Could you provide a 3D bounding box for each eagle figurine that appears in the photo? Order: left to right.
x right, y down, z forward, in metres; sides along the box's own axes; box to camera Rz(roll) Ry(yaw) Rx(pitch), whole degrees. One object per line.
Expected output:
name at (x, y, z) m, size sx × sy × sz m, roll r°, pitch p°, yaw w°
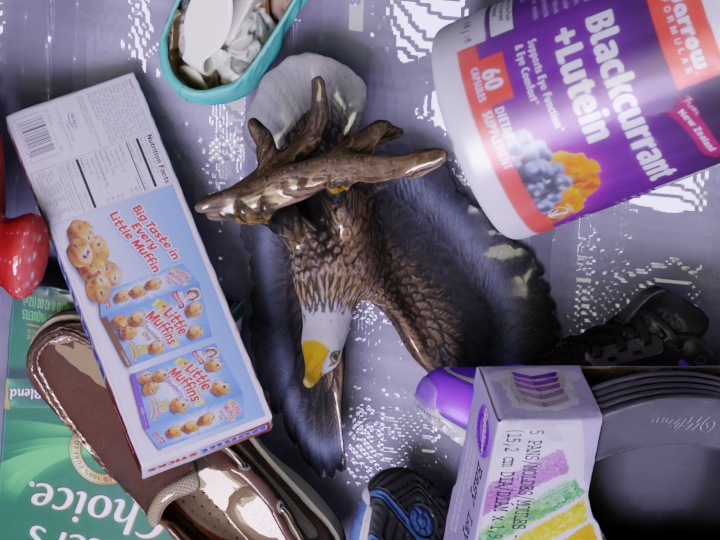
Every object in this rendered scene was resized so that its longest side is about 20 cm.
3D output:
eagle figurine at (-0.004, 0.006, 1.255) m, size 0.151 × 0.200 × 0.151 m, roll 32°, pitch 75°, yaw 39°

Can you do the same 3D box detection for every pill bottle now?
pill bottle at (0.143, -0.098, 1.179) m, size 0.199 × 0.111 × 0.112 m, roll -21°, pitch 101°, yaw 16°

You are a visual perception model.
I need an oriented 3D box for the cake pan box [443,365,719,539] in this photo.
cake pan box at (0.134, 0.130, 1.197) m, size 0.183 × 0.052 × 0.201 m, roll 0°, pitch 123°, yaw -14°

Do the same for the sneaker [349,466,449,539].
sneaker at (0.007, 0.201, 1.281) m, size 0.077 × 0.075 × 0.201 m, roll -11°, pitch 71°, yaw 50°

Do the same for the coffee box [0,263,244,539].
coffee box at (-0.133, 0.104, 1.349) m, size 0.122 × 0.044 × 0.201 m, roll 11°, pitch 110°, yaw 9°

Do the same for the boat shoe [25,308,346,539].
boat shoe at (-0.091, 0.098, 1.275) m, size 0.202 × 0.075 × 0.075 m, roll 38°, pitch 110°, yaw -3°

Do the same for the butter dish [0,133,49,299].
butter dish at (-0.229, -0.018, 1.253) m, size 0.147 × 0.200 × 0.201 m, roll 10°, pitch 109°, yaw 9°

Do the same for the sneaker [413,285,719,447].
sneaker at (0.124, 0.053, 1.234) m, size 0.199 × 0.070 × 0.100 m, roll 11°, pitch 101°, yaw -22°

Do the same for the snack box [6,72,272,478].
snack box at (-0.113, 0.000, 1.264) m, size 0.072 × 0.024 × 0.201 m, roll -20°, pitch 74°, yaw -11°

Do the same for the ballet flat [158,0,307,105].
ballet flat at (-0.042, -0.164, 1.229) m, size 0.067 × 0.070 × 0.201 m, roll 30°, pitch 111°, yaw 4°
